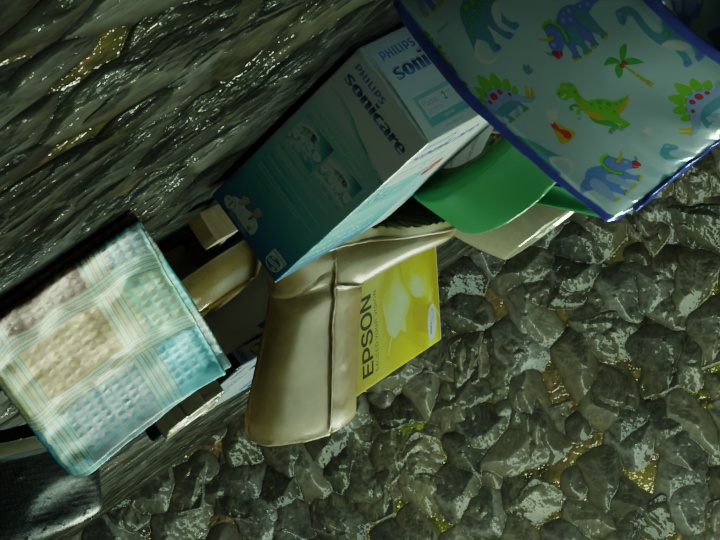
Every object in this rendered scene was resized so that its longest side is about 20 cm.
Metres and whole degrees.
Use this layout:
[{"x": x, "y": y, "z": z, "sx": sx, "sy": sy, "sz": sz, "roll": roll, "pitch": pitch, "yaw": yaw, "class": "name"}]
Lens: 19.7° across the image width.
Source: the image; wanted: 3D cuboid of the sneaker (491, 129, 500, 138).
[{"x": 0.171, "y": -0.182, "z": 1.770, "sx": 0.200, "sy": 0.078, "sz": 0.075, "roll": -36, "pitch": 175, "yaw": 0, "class": "sneaker"}]

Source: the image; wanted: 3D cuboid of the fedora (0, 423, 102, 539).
[{"x": -0.278, "y": 0.171, "z": 1.644, "sx": 0.200, "sy": 0.092, "sz": 0.201, "roll": -14, "pitch": 178, "yaw": 0, "class": "fedora"}]

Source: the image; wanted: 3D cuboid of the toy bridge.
[{"x": -0.153, "y": 0.003, "z": 1.616, "sx": 0.200, "sy": 0.027, "sz": 0.067, "roll": -39, "pitch": 175, "yaw": 41, "class": "toy bridge"}]

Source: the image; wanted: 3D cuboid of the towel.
[{"x": -0.180, "y": 0.058, "z": 1.453, "sx": 0.147, "sy": 0.022, "sz": 0.200, "roll": -36, "pitch": 145, "yaw": -8, "class": "towel"}]

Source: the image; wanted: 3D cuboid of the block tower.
[{"x": -0.147, "y": 0.095, "z": 1.643, "sx": 0.054, "sy": 0.058, "sz": 0.200, "roll": -35, "pitch": 179, "yaw": -8, "class": "block tower"}]

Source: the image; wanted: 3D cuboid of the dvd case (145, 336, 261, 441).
[{"x": -0.089, "y": 0.079, "z": 1.834, "sx": 0.200, "sy": 0.018, "sz": 0.143, "roll": -28, "pitch": 171, "yaw": -48, "class": "dvd case"}]

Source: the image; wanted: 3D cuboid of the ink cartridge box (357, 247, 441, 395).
[{"x": 0.000, "y": 0.000, "z": 1.756, "sx": 0.047, "sy": 0.198, "sz": 0.200, "roll": 10, "pitch": -155, "yaw": 29, "class": "ink cartridge box"}]

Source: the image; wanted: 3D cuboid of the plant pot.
[{"x": -0.154, "y": 0.041, "z": 1.651, "sx": 0.200, "sy": 0.028, "sz": 0.200, "roll": -36, "pitch": 179, "yaw": -1, "class": "plant pot"}]

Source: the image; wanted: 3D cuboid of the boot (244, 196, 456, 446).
[{"x": -0.008, "y": 0.036, "z": 1.664, "sx": 0.175, "sy": 0.066, "sz": 0.200, "roll": -8, "pitch": 125, "yaw": -19, "class": "boot"}]

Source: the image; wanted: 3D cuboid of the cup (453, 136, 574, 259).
[{"x": 0.136, "y": -0.097, "z": 1.955, "sx": 0.200, "sy": 0.143, "sz": 0.200, "roll": -36, "pitch": 175, "yaw": -4, "class": "cup"}]

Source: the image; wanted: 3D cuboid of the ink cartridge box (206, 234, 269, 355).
[{"x": -0.096, "y": 0.024, "z": 1.860, "sx": 0.146, "sy": 0.084, "sz": 0.200, "roll": -36, "pitch": 173, "yaw": 1, "class": "ink cartridge box"}]

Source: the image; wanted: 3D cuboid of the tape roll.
[{"x": 0.117, "y": -0.123, "z": 1.575, "sx": 0.200, "sy": 0.048, "sz": 0.201, "roll": -44, "pitch": -156, "yaw": 25, "class": "tape roll"}]

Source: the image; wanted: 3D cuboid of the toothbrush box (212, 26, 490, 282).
[{"x": 0.010, "y": -0.095, "z": 1.484, "sx": 0.146, "sy": 0.085, "sz": 0.200, "roll": -31, "pitch": 172, "yaw": -47, "class": "toothbrush box"}]

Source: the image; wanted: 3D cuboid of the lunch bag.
[{"x": 0.150, "y": -0.148, "z": 1.271, "sx": 0.127, "sy": 0.200, "sz": 0.170, "roll": -31, "pitch": 172, "yaw": -41, "class": "lunch bag"}]

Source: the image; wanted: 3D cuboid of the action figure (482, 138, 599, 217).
[{"x": 0.105, "y": -0.081, "z": 1.702, "sx": 0.200, "sy": 0.055, "sz": 0.118, "roll": 7, "pitch": -178, "yaw": 1, "class": "action figure"}]
